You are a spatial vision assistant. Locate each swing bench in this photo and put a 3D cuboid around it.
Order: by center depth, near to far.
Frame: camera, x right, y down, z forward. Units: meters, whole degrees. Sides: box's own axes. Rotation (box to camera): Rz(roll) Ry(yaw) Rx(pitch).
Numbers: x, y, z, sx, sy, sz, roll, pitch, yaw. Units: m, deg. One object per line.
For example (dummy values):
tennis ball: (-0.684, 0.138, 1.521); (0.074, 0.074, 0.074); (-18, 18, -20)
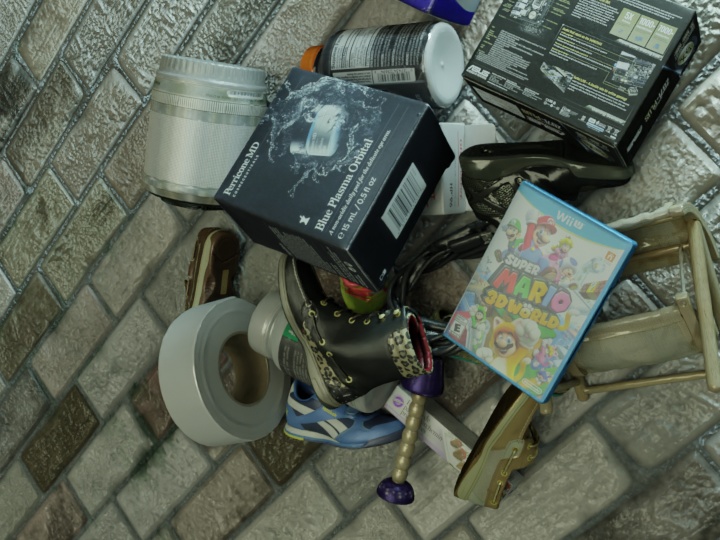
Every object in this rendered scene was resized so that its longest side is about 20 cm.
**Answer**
swing bench: (0.294, 0.042, 1.013); (0.199, 0.130, 0.200); (-14, 83, 33)

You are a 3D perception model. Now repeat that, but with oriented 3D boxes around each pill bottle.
pill bottle: (0.022, -0.256, 1.157); (0.200, 0.106, 0.106); (4, 98, 32)
pill bottle: (-0.048, 0.105, 1.239); (0.200, 0.113, 0.113); (22, 107, 28)

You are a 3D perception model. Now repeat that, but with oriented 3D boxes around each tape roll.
tape roll: (-0.187, 0.142, 1.281); (0.071, 0.202, 0.203); (-15, 88, 33)

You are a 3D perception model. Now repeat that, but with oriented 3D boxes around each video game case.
video game case: (0.190, 0.023, 0.993); (0.143, 0.018, 0.200); (35, 108, 29)

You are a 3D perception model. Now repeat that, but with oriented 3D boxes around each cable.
cable: (0.116, 0.032, 1.133); (0.200, 0.051, 0.163); (-27, 56, 18)

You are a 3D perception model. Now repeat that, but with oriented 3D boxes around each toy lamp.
toy lamp: (0.066, 0.199, 1.165); (0.058, 0.058, 0.200); (18, 103, 29)

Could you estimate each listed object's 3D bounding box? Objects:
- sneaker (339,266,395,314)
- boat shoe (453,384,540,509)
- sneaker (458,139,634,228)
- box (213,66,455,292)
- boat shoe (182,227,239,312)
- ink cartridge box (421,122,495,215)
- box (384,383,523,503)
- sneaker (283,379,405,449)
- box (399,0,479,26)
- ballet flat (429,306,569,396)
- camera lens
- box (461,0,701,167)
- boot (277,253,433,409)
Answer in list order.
sneaker: (0.000, 0.000, 1.178); (0.078, 0.090, 0.200); (20, 138, 14)
boat shoe: (0.179, 0.206, 1.089); (0.066, 0.074, 0.200); (26, 124, 4)
sneaker: (0.220, -0.092, 1.077); (0.199, 0.076, 0.114); (-1, 119, 16)
box: (-0.029, -0.110, 1.074); (0.200, 0.117, 0.197); (21, 75, 29)
boat shoe: (-0.233, 0.032, 1.381); (0.075, 0.075, 0.203); (23, 102, 42)
ink cartridge box: (0.069, -0.129, 1.165); (0.200, 0.068, 0.116); (2, 97, 32)
box: (0.120, 0.223, 1.192); (0.200, 0.041, 0.039); (39, 114, 22)
sneaker: (-0.024, 0.197, 1.261); (0.200, 0.074, 0.082); (2, 95, 31)
box: (0.078, -0.429, 1.102); (0.184, 0.105, 0.200); (34, 113, 25)
ballet flat: (0.168, 0.094, 1.130); (0.200, 0.071, 0.071); (19, 106, 32)
camera lens: (-0.218, -0.192, 1.283); (0.160, 0.160, 0.200); (17, 105, 30)
box: (0.242, -0.234, 1.008); (0.200, 0.086, 0.164); (31, 94, 26)
boot: (-0.007, 0.056, 1.111); (0.154, 0.073, 0.204); (-20, 88, 28)
